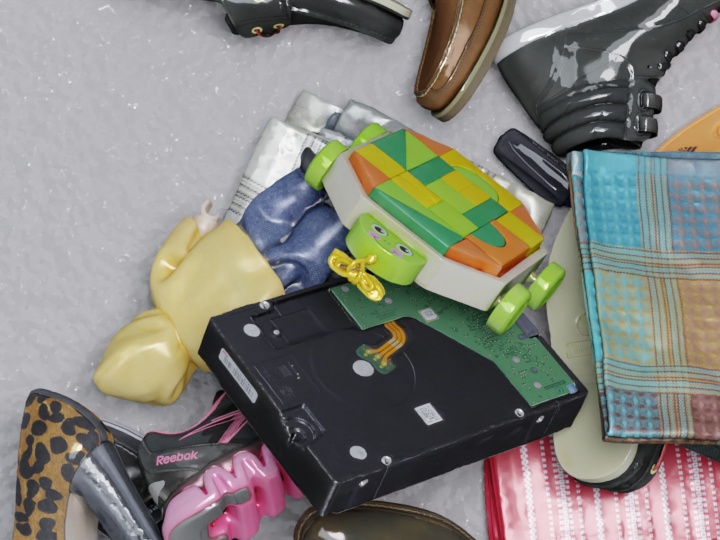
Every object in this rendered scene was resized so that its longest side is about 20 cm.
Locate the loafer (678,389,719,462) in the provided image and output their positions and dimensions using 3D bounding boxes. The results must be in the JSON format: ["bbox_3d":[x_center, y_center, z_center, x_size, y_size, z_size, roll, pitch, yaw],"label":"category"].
[{"bbox_3d":[0.270,0.099,1.641,0.200,0.072,0.063,27,54,-27],"label":"loafer"}]

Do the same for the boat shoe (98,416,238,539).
[{"bbox_3d":[-0.122,0.164,1.659,0.070,0.066,0.200,-44,84,-6],"label":"boat shoe"}]

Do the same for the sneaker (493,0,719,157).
[{"bbox_3d":[0.192,-0.137,1.705,0.199,0.071,0.100,-23,84,3],"label":"sneaker"}]

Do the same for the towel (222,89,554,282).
[{"bbox_3d":[0.000,0.000,1.691,0.192,0.035,0.201,24,82,10],"label":"towel"}]

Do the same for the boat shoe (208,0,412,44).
[{"bbox_3d":[-0.066,-0.181,1.711,0.201,0.074,0.063,17,93,3],"label":"boat shoe"}]

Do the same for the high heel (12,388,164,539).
[{"bbox_3d":[-0.215,0.172,1.643,0.200,0.071,0.143,-36,80,23],"label":"high heel"}]

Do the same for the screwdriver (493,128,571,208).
[{"bbox_3d":[0.167,-0.023,1.709,0.200,0.029,0.028,41,84,3],"label":"screwdriver"}]

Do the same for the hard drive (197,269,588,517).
[{"bbox_3d":[0.020,0.062,1.577,0.200,0.038,0.140,-18,55,-36],"label":"hard drive"}]

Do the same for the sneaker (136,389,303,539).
[{"bbox_3d":[-0.049,0.096,1.626,0.199,0.079,0.095,-25,49,-19],"label":"sneaker"}]

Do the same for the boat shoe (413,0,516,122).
[{"bbox_3d":[0.066,-0.195,1.704,0.068,0.072,0.201,27,70,-20],"label":"boat shoe"}]

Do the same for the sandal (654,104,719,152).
[{"bbox_3d":[0.268,-0.124,1.688,0.206,0.079,0.059,-33,122,-3],"label":"sandal"}]

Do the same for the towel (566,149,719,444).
[{"bbox_3d":[0.206,0.013,1.601,0.146,0.022,0.201,1,61,-9],"label":"towel"}]

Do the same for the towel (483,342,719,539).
[{"bbox_3d":[0.175,0.112,1.689,0.199,0.022,0.145,-7,79,-3],"label":"towel"}]

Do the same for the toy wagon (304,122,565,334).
[{"bbox_3d":[0.040,-0.025,1.585,0.155,0.200,0.040,38,112,10],"label":"toy wagon"}]

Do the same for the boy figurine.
[{"bbox_3d":[-0.078,0.018,1.649,0.200,0.064,0.124,-43,70,-1],"label":"boy figurine"}]

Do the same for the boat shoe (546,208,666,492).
[{"bbox_3d":[0.160,0.039,1.658,0.073,0.063,0.202,-4,74,27],"label":"boat shoe"}]

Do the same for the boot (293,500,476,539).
[{"bbox_3d":[0.055,0.202,1.606,0.199,0.097,0.075,25,99,-16],"label":"boot"}]
